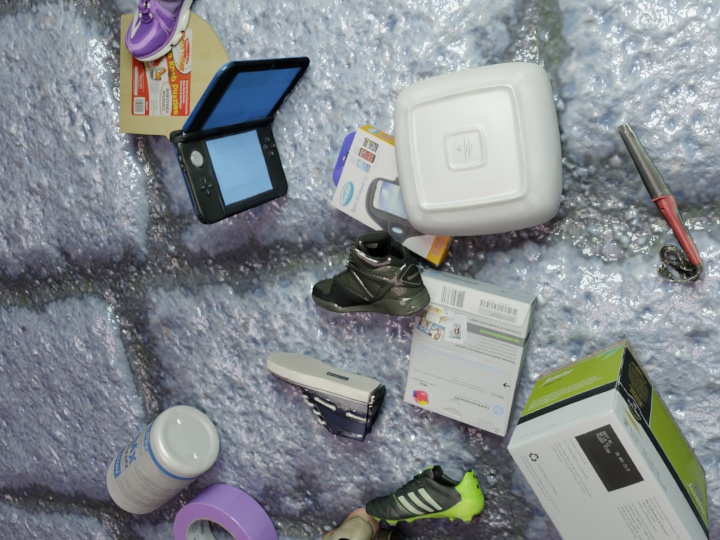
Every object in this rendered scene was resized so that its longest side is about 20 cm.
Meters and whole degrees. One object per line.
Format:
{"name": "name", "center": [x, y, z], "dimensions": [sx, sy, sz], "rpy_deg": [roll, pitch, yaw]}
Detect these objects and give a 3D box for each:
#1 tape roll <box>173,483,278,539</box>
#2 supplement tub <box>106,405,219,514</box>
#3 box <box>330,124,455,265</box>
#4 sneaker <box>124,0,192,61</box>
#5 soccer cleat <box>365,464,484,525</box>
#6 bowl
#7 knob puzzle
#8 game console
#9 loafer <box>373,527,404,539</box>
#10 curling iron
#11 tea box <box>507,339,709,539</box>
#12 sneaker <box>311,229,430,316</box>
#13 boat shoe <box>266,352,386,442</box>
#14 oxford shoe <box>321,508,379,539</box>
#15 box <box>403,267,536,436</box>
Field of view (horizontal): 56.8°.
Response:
{"name": "tape roll", "center": [-0.253, 0.506, 1.251], "dimensions": [0.199, 0.066, 0.201], "rpy_deg": [9, 112, 24]}
{"name": "supplement tub", "center": [-0.359, 0.345, 1.211], "dimensions": [0.200, 0.132, 0.132], "rpy_deg": [-41, 86, 31]}
{"name": "box", "center": [0.047, -0.108, 0.894], "dimensions": [0.199, 0.041, 0.120], "rpy_deg": [29, 118, 14]}
{"name": "sneaker", "center": [-0.280, -0.388, 0.928], "dimensions": [0.081, 0.083, 0.200], "rpy_deg": [43, 112, 12]}
{"name": "soccer cleat", "center": [0.094, 0.342, 1.019], "dimensions": [0.199, 0.067, 0.082], "rpy_deg": [-14, 83, 30]}
{"name": "bowl", "center": [0.131, -0.140, 0.789], "dimensions": [0.198, 0.075, 0.201], "rpy_deg": [-5, 95, 21]}
{"name": "knob puzzle", "center": [-0.270, -0.293, 0.995], "dimensions": [0.218, 0.030, 0.221], "rpy_deg": [2, 95, 21]}
{"name": "game console", "center": [-0.134, -0.171, 0.863], "dimensions": [0.118, 0.200, 0.172], "rpy_deg": [-9, 103, 30]}
{"name": "loafer", "center": [0.094, 0.489, 1.066], "dimensions": [0.071, 0.073, 0.200], "rpy_deg": [-31, 100, 27]}
{"name": "curling iron", "center": [0.337, -0.074, 0.761], "dimensions": [0.049, 0.026, 0.201], "rpy_deg": [-21, 97, 28]}
{"name": "tea box", "center": [0.298, 0.223, 0.785], "dimensions": [0.133, 0.197, 0.201], "rpy_deg": [-31, 91, 31]}
{"name": "sneaker", "center": [0.000, 0.000, 0.917], "dimensions": [0.199, 0.076, 0.115], "rpy_deg": [-1, 113, 47]}
{"name": "boat shoe", "center": [-0.063, 0.198, 1.035], "dimensions": [0.199, 0.075, 0.093], "rpy_deg": [16, 107, 21]}
{"name": "oxford shoe", "center": [-0.043, 0.482, 1.126], "dimensions": [0.071, 0.074, 0.201], "rpy_deg": [36, 120, 12]}
{"name": "box", "center": [0.146, 0.112, 0.918], "dimensions": [0.155, 0.041, 0.201], "rpy_deg": [15, 112, 24]}
